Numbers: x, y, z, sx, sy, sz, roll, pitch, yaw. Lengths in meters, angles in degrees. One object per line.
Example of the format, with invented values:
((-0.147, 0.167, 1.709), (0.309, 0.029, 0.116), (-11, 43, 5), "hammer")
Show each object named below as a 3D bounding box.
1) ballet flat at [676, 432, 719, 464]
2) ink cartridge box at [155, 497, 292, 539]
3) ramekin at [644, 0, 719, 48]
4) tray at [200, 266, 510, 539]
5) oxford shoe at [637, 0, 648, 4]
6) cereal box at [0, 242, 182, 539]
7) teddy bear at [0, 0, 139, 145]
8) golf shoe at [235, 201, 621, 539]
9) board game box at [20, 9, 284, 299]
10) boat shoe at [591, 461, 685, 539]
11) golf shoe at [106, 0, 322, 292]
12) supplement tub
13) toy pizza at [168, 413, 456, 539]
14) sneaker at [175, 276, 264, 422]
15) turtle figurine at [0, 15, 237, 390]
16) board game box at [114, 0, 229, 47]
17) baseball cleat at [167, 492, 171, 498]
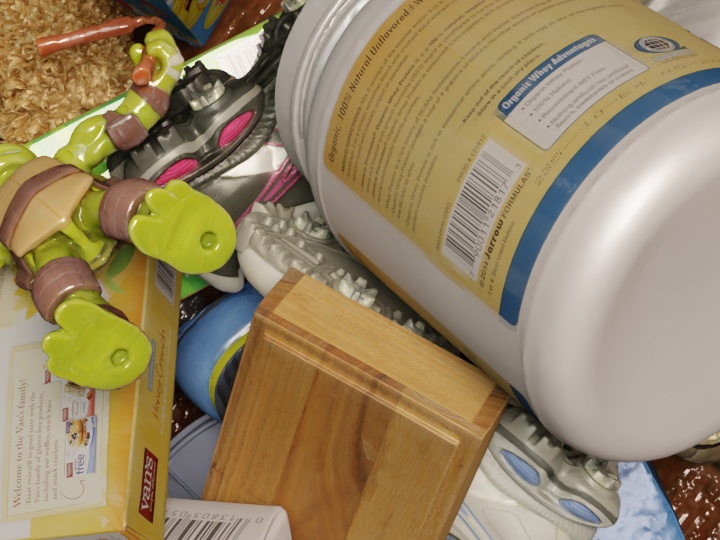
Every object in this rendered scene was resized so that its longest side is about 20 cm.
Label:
((0.137, -0.008, 0.773), (0.067, 0.046, 0.201), (-14, 85, 4), "ballet flat")
((-0.094, 0.190, 0.713), (0.160, 0.050, 0.201), (1, 113, 21), "ink cartridge box")
((0.210, -0.056, 0.717), (0.199, 0.105, 0.202), (1, 87, -13), "ramekin")
((-0.016, 0.102, 0.686), (0.098, 0.037, 0.201), (28, 131, 10), "tray")
((0.129, -0.152, 0.786), (0.199, 0.071, 0.075), (-17, 112, 1), "oxford shoe")
((-0.174, 0.055, 0.687), (0.199, 0.040, 0.145), (-8, 60, 16), "cereal box")
((-0.143, -0.101, 0.791), (0.144, 0.067, 0.202), (-8, 86, 1), "teddy bear")
((0.012, 0.060, 0.696), (0.200, 0.078, 0.097), (41, 110, 1), "golf shoe")
((-0.099, -0.032, 0.762), (0.199, 0.030, 0.096), (-28, 96, -9), "board game box")
((0.110, 0.107, 0.758), (0.084, 0.069, 0.201), (-10, 82, 2), "boat shoe")
((-0.014, -0.076, 0.734), (0.199, 0.077, 0.088), (-35, 115, -1), "golf shoe")
((0.069, -0.038, 0.628), (0.145, 0.145, 0.200), (-48, 47, 0), "supplement tub")
((-0.023, 0.155, 0.780), (0.199, 0.032, 0.202), (-1, 86, 9), "toy pizza")
((0.000, 0.000, 0.775), (0.199, 0.078, 0.066), (-31, 124, -14), "sneaker")
((-0.122, -0.011, 0.641), (0.200, 0.161, 0.065), (-41, 127, -12), "turtle figurine")
((-0.050, -0.201, 0.674), (0.056, 0.196, 0.201), (29, 91, 1), "board game box")
((-0.170, 0.082, 0.776), (0.199, 0.070, 0.107), (30, 89, 9), "baseball cleat")
